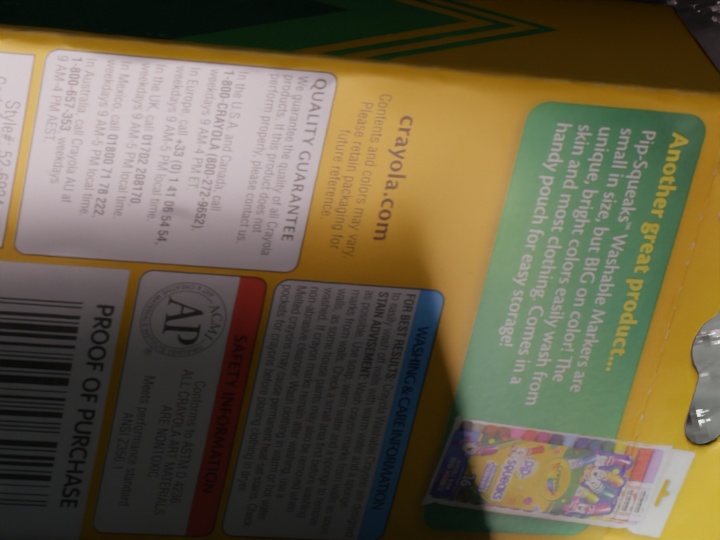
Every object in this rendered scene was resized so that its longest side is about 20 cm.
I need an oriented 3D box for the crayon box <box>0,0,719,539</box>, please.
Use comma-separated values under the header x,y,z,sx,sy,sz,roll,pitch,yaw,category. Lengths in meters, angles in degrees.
x,y,z,sx,sy,sz,roll,pitch,yaw,category
0.000,0.000,0.627,0.200,0.052,0.126,4,119,-17,crayon box
